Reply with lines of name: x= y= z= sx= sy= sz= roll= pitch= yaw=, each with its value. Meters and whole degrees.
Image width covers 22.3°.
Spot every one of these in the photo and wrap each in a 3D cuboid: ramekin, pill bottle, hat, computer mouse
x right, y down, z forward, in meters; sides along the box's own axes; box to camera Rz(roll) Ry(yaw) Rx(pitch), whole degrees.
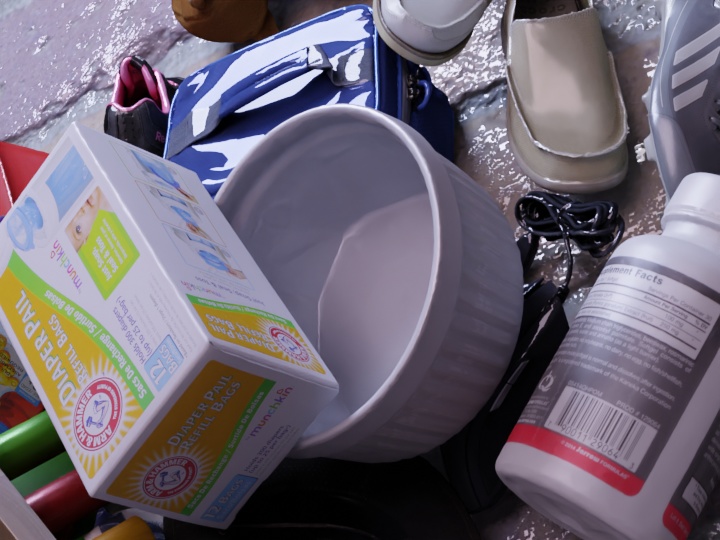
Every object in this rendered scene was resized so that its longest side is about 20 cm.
ramekin: x=0.001 y=0.016 z=1.050 sx=0.199 sy=0.105 sz=0.202 roll=-18 pitch=63 yaw=38
pill bottle: x=0.166 y=0.051 z=1.001 sx=0.110 sy=0.111 sz=0.201 roll=20 pitch=74 yaw=44
hat: x=-0.022 y=0.177 z=1.030 sx=0.198 sy=0.082 sz=0.201 roll=4 pitch=27 yaw=-2
computer mouse: x=0.082 y=0.038 z=1.099 sx=0.201 sy=0.046 sz=0.140 roll=-66 pitch=15 yaw=5

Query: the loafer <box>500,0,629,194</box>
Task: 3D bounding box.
loafer: x=0.125 y=-0.130 z=1.174 sx=0.075 sy=0.069 sz=0.201 roll=-10 pitch=47 yaw=-2

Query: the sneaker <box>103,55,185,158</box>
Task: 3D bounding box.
sneaker: x=-0.150 y=-0.117 z=1.336 sx=0.078 sy=0.096 sz=0.200 roll=-9 pitch=23 yaw=5

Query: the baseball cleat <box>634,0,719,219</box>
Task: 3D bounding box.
baseball cleat: x=0.225 y=-0.122 z=1.108 sx=0.106 sy=0.070 sz=0.202 roll=-15 pitch=53 yaw=30

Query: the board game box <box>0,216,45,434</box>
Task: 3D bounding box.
board game box: x=-0.252 y=0.085 z=1.158 sx=0.200 sy=0.103 sz=0.105 roll=-53 pitch=0 yaw=29

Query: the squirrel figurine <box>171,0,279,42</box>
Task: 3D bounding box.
squirrel figurine: x=-0.074 y=-0.269 z=1.398 sx=0.199 sy=0.141 sz=0.188 roll=-4 pitch=65 yaw=38

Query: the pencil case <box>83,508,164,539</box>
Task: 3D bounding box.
pencil case: x=-0.102 y=0.215 z=1.116 sx=0.199 sy=0.078 sz=0.090 roll=30 pitch=92 yaw=46

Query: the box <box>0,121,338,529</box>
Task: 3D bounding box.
box: x=-0.117 y=0.030 z=1.010 sx=0.113 sy=0.101 sz=0.200 roll=-51 pitch=47 yaw=16

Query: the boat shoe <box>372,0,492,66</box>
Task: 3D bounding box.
boat shoe: x=0.068 y=-0.209 z=1.228 sx=0.069 sy=0.074 sz=0.200 roll=-55 pitch=2 yaw=41

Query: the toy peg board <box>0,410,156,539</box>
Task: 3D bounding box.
toy peg board: x=-0.158 y=0.183 z=1.030 sx=0.097 sy=0.201 sz=0.199 roll=-28 pitch=59 yaw=-32

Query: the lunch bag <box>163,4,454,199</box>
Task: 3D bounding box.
lunch bag: x=-0.033 y=-0.085 z=1.235 sx=0.199 sy=0.132 sz=0.137 roll=-21 pitch=50 yaw=26

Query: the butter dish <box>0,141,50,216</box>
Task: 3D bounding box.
butter dish: x=-0.222 y=0.007 z=1.318 sx=0.200 sy=0.146 sz=0.201 roll=-119 pitch=37 yaw=-47
